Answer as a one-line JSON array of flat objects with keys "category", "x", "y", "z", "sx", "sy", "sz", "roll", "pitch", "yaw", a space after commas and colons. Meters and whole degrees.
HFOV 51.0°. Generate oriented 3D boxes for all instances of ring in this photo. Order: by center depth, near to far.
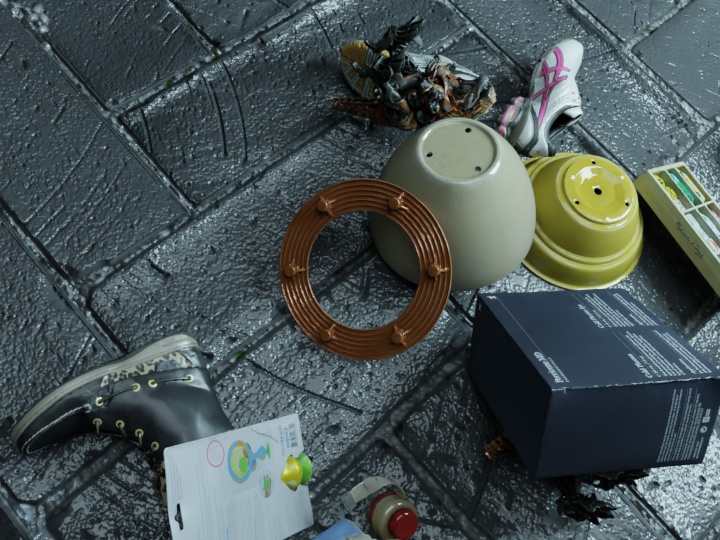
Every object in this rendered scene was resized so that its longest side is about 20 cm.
[{"category": "ring", "x": 0.000, "y": 0.000, "z": 0.822, "sx": 0.200, "sy": 0.019, "sz": 0.201, "roll": 1, "pitch": 94, "yaw": 18}]

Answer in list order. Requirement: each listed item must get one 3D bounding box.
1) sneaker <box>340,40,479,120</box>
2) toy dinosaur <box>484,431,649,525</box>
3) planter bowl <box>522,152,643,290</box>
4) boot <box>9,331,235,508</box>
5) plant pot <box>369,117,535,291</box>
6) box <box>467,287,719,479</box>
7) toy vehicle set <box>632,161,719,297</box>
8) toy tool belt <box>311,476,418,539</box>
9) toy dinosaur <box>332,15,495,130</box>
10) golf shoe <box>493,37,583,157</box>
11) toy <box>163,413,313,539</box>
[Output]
[{"category": "sneaker", "x": 0.072, "y": -0.253, "z": 0.998, "sx": 0.200, "sy": 0.076, "sz": 0.088, "roll": 24, "pitch": 42, "yaw": 2}, {"category": "toy dinosaur", "x": 0.234, "y": 0.195, "z": 0.825, "sx": 0.199, "sy": 0.102, "sz": 0.136, "roll": -15, "pitch": 46, "yaw": -2}, {"category": "planter bowl", "x": 0.282, "y": -0.082, "z": 0.946, "sx": 0.200, "sy": 0.083, "sz": 0.201, "roll": 4, "pitch": 67, "yaw": -10}, {"category": "boot", "x": -0.221, "y": 0.165, "z": 0.746, "sx": 0.200, "sy": 0.073, "sz": 0.151, "roll": -27, "pitch": 74, "yaw": -29}, {"category": "plant pot", "x": 0.107, "y": -0.096, "z": 0.864, "sx": 0.200, "sy": 0.135, "sz": 0.201, "roll": -2, "pitch": 58, "yaw": 3}, {"category": "box", "x": 0.232, "y": 0.107, "z": 0.787, "sx": 0.182, "sy": 0.104, "sz": 0.200, "roll": -1, "pitch": 24, "yaw": -12}, {"category": "toy vehicle set", "x": 0.442, "y": -0.049, "z": 0.965, "sx": 0.124, "sy": 0.027, "sz": 0.200, "roll": -17, "pitch": 69, "yaw": -46}, {"category": "toy tool belt", "x": -0.003, "y": 0.293, "z": 0.696, "sx": 0.200, "sy": 0.123, "sz": 0.125, "roll": -32, "pitch": 110, "yaw": -22}, {"category": "toy dinosaur", "x": 0.056, "y": -0.213, "z": 0.914, "sx": 0.200, "sy": 0.136, "sz": 0.102, "roll": -18, "pitch": 42, "yaw": 15}, {"category": "golf shoe", "x": 0.257, "y": -0.225, "z": 1.002, "sx": 0.092, "sy": 0.073, "sz": 0.200, "roll": 24, "pitch": 68, "yaw": 23}, {"category": "toy", "x": -0.118, "y": 0.206, "z": 0.703, "sx": 0.200, "sy": 0.047, "sz": 0.116, "roll": 1, "pitch": 79, "yaw": -58}]
